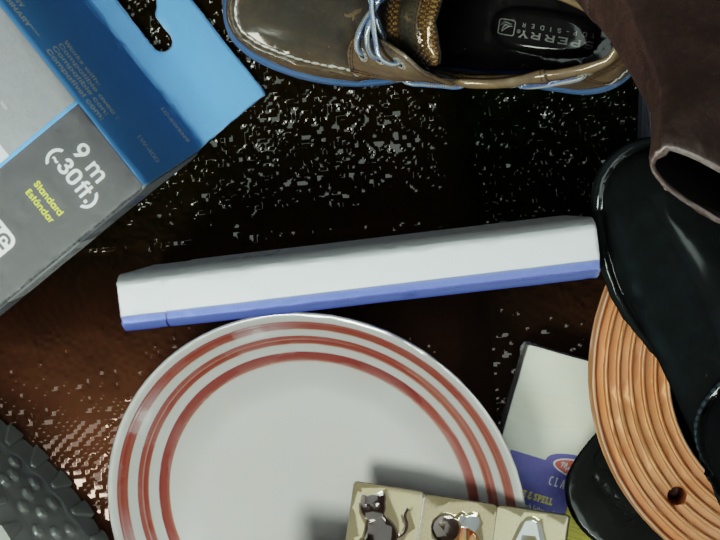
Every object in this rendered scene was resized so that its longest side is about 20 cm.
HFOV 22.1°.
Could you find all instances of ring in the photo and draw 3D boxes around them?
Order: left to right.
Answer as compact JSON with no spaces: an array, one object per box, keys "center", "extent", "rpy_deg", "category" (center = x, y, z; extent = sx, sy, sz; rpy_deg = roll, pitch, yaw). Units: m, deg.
[{"center":[0.198,0.042,0.805],"extent":[0.198,0.019,0.203],"rpy_deg":[0,99,1],"category":"ring"}]

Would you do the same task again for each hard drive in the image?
[{"center":[0.000,0.000,0.819],"extent":[0.198,0.132,0.026],"rpy_deg":[-7,92,1],"category":"hard drive"}]

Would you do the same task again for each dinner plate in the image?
[{"center":[-0.020,0.111,0.858],"extent":[0.198,0.024,0.202],"rpy_deg":[4,111,9],"category":"dinner plate"}]

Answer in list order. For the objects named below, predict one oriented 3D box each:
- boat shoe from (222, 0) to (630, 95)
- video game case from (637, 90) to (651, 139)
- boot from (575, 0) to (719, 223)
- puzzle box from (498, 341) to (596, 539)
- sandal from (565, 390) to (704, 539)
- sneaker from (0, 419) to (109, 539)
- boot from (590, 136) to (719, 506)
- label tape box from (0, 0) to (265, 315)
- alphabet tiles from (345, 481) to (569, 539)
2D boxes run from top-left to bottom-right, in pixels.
[{"center":[0.029,-0.118,0.834],"extent":[0.198,0.072,0.073],"rpy_deg":[3,96,10],"category":"boat shoe"},{"center":[0.226,-0.044,0.843],"extent":[0.198,0.019,0.144],"rpy_deg":[5,68,1],"category":"video game case"},{"center":[0.127,-0.092,0.726],"extent":[0.199,0.167,0.073],"rpy_deg":[29,126,-4],"category":"boot"},{"center":[0.153,0.124,0.877],"extent":[0.198,0.025,0.134],"rpy_deg":[17,93,0],"category":"puzzle box"},{"center":[0.171,0.046,0.842],"extent":[0.075,0.045,0.200],"rpy_deg":[39,74,8],"category":"sandal"},{"center":[-0.197,0.109,0.865],"extent":[0.200,0.076,0.081],"rpy_deg":[46,104,3],"category":"sneaker"},{"center":[0.155,0.046,0.714],"extent":[0.073,0.163,0.200],"rpy_deg":[-22,98,3],"category":"boot"},{"center":[-0.165,-0.075,0.852],"extent":[0.200,0.063,0.145],"rpy_deg":[-39,92,3],"category":"label tape box"},{"center":[0.031,0.201,0.813],"extent":[0.165,0.006,0.202],"rpy_deg":[7,83,10],"category":"alphabet tiles"}]
